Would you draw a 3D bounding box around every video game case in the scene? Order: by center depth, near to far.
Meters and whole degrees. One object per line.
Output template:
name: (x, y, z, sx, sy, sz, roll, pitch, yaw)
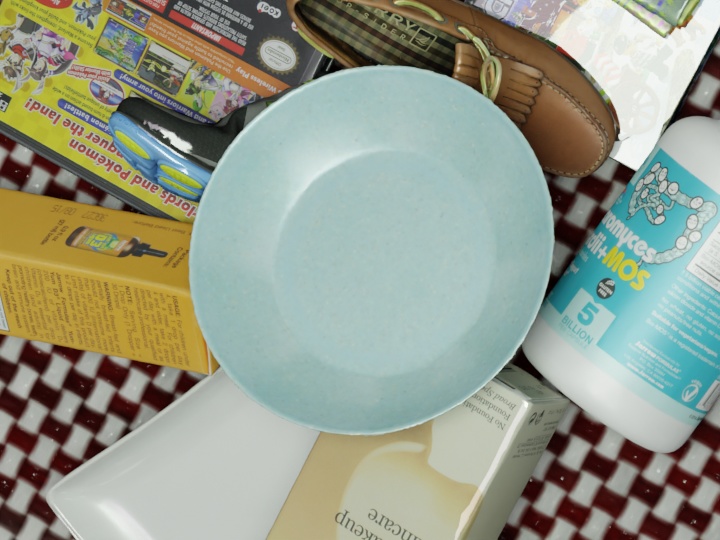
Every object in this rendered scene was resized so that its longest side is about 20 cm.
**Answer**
video game case: (-0.117, -0.132, 1.549, 0.200, 0.025, 0.181, 29, 97, 17)

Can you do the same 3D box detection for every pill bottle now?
pill bottle: (0.186, -0.007, 1.471, 0.111, 0.111, 0.200, 36, 98, 7)

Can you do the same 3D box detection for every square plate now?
square plate: (-0.048, 0.149, 1.543, 0.200, 0.028, 0.198, -36, 97, 18)

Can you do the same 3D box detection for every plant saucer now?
plant saucer: (0.009, -0.008, 1.411, 0.200, 0.039, 0.202, -4, 75, 15)

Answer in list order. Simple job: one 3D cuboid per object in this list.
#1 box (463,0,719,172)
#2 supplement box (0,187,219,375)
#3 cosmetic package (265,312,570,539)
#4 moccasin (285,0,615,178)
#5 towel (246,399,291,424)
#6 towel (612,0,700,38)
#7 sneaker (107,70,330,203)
box: (0.147, -0.174, 1.505, 0.136, 0.038, 0.200, 28, 98, 8)
supplement box: (-0.163, 0.003, 1.531, 0.199, 0.067, 0.069, 9, 128, 23)
cosmetic package: (0.019, 0.132, 1.455, 0.105, 0.071, 0.201, 29, 100, 20)
moccasin: (0.050, -0.109, 1.452, 0.201, 0.078, 0.074, 35, 123, -15)
towel: (0.000, 0.000, 1.546, 0.132, 0.034, 0.201, 16, 95, 8)
towel: (0.173, -0.248, 1.465, 0.143, 0.023, 0.200, 37, 96, 7)
sneaker: (-0.044, -0.072, 1.484, 0.199, 0.071, 0.083, 7, 84, -15)
